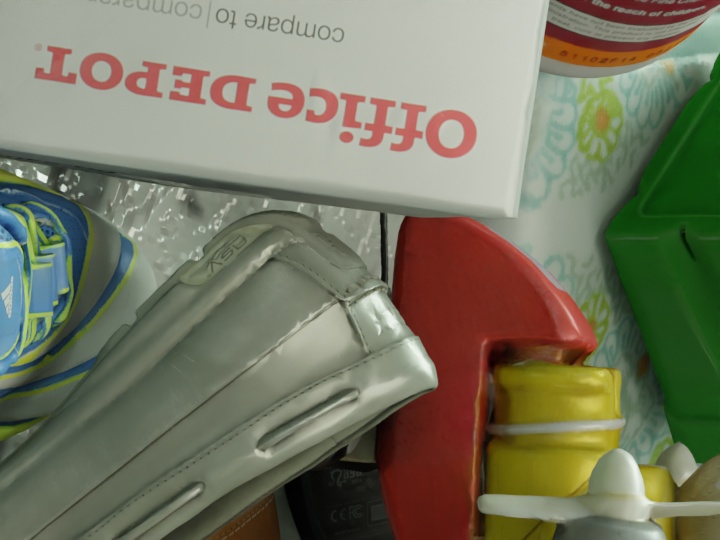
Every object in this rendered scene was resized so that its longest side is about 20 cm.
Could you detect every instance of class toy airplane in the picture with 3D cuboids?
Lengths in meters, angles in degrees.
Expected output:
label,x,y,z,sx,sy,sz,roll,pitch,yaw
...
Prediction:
label,x,y,z,sx,sy,sz,roll,pitch,yaw
toy airplane,0.066,0.099,0.763,0.201,0.140,0.200,-97,165,-53

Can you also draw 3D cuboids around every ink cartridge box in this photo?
label,x,y,z,sx,sy,sz,roll,pitch,yaw
ink cartridge box,-0.021,-0.118,0.701,0.144,0.083,0.202,7,93,-15

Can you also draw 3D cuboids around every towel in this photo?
label,x,y,z,sx,sy,sz,roll,pitch,yaw
towel,0.099,-0.005,0.949,0.199,0.048,0.173,-6,102,-50

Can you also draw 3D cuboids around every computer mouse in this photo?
label,x,y,z,sx,sy,sz,roll,pitch,yaw
computer mouse,0.000,0.000,0.840,0.058,0.034,0.202,-6,104,-29

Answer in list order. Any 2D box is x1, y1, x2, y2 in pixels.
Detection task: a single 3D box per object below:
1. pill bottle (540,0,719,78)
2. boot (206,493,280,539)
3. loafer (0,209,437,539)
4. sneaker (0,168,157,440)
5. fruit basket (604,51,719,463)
label,x,y,z,sx,sy,sz,roll,pitch,yaw
pill bottle,0.094,-0.145,0.779,0.112,0.200,0.114,9,65,-20
boot,-0.026,0.135,0.812,0.200,0.073,0.156,-16,104,-53
loafer,-0.066,0.073,0.696,0.200,0.070,0.070,-45,171,5
sneaker,-0.100,0.013,0.664,0.199,0.105,0.076,1,97,-50
fruit basket,0.199,0.030,0.884,0.156,0.215,0.216,-55,135,-24
